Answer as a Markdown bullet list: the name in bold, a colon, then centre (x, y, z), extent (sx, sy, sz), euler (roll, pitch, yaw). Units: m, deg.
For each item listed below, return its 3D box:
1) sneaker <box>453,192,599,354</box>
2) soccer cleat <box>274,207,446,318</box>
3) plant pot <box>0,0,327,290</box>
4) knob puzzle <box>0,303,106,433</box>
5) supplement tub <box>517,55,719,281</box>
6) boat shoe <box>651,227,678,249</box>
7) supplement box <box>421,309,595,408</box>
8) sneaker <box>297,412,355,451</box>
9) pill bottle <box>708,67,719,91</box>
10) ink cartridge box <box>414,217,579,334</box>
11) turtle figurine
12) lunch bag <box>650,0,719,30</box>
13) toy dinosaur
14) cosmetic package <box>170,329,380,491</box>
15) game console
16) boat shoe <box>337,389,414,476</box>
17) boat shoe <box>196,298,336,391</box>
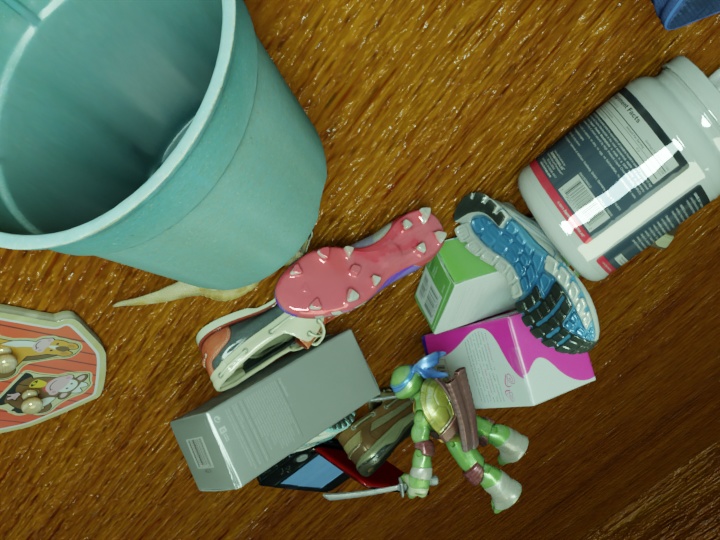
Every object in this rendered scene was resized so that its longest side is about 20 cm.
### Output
- **sneaker**: centre (0.186, -0.005, 0.841), extent (0.086, 0.201, 0.075), euler (-7, 145, -46)
- **soccer cleat**: centre (0.000, 0.000, 0.800), extent (0.198, 0.067, 0.077), euler (-28, 169, -28)
- **plant pot**: centre (-0.120, -0.082, 0.498), extent (0.198, 0.202, 0.196), euler (-32, 156, 8)
- **knob puzzle**: centre (-0.322, 0.108, 0.757), extent (0.216, 0.031, 0.221), euler (-21, 148, -13)
- **supplement tub**: centre (0.270, -0.099, 0.816), extent (0.199, 0.142, 0.140), euler (-38, 148, 17)
- **boat shoe**: centre (0.328, -0.080, 0.973), extent (0.201, 0.075, 0.076), euler (4, 123, -51)
- **supplement box**: centre (0.173, 0.106, 0.995), extent (0.102, 0.103, 0.199), euler (-14, 177, -26)
- **sneaker**: centre (-0.100, 0.207, 1.034), extent (0.197, 0.079, 0.087), euler (-1, 144, -37)
- **pill bottle**: centre (0.453, -0.150, 0.918), extent (0.111, 0.112, 0.199), euler (-41, 147, 22)
- **ink cartridge box**: centre (0.169, -0.001, 0.957), extent (0.197, 0.060, 0.105), euler (-15, 149, -20)
- **turtle figurine**: centre (0.084, 0.196, 0.941), extent (0.192, 0.144, 0.201), euler (35, 101, -12)
- **lunch bag**: centre (0.267, -0.274, 0.572), extent (0.197, 0.134, 0.136), euler (-19, 167, -13)
- **toy dinosaur**: centre (-0.125, 0.000, 0.728), extent (0.197, 0.059, 0.102), euler (-19, 149, -15)
- **cosmetic package**: centre (-0.088, 0.146, 0.866), extent (0.198, 0.092, 0.106), euler (-24, 179, -35)
- **game console**: centre (-0.024, 0.320, 1.217), extent (0.172, 0.120, 0.199), euler (-38, 147, 16)
- **boat shoe**: centre (0.045, 0.196, 1.124), extent (0.199, 0.074, 0.076), euler (-33, 158, -46)
- **boat shoe**: centre (-0.073, 0.059, 0.852), extent (0.197, 0.063, 0.072), euler (-24, 147, -10)
